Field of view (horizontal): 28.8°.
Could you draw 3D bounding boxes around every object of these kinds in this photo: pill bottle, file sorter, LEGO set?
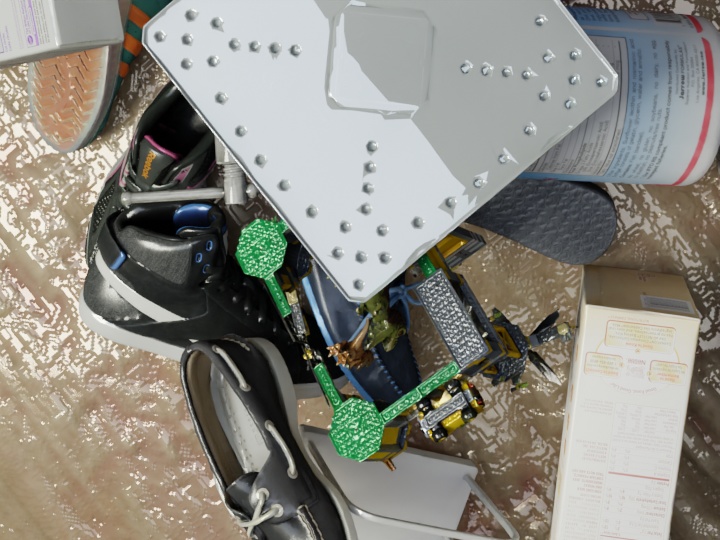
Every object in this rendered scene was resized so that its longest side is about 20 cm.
[{"bbox_3d":[0.121,-0.112,0.884,0.198,0.109,0.110,2,100,-10],"label":"pill bottle"},{"bbox_3d":[0.004,0.233,0.954,0.138,0.125,0.202,14,103,-20],"label":"file sorter"},{"bbox_3d":[0.027,0.023,0.886,0.154,0.116,0.201,-44,66,15],"label":"LEGO set"}]

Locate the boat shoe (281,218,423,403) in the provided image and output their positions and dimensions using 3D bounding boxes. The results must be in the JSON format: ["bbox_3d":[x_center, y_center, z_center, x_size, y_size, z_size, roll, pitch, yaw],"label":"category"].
[{"bbox_3d":[0.000,0.000,0.961,0.068,0.084,0.201,-22,97,23],"label":"boat shoe"}]

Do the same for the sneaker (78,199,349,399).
[{"bbox_3d":[-0.085,0.015,0.950,0.198,0.073,0.112,16,127,-11],"label":"sneaker"}]

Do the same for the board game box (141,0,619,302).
[{"bbox_3d":[0.011,-0.119,0.803,0.200,0.026,0.200,-39,92,0],"label":"board game box"}]

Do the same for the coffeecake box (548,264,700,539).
[{"bbox_3d":[0.168,0.110,0.916,0.072,0.154,0.202,7,100,7],"label":"coffeecake box"}]

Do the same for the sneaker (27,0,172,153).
[{"bbox_3d":[-0.170,-0.171,0.973,0.071,0.080,0.201,37,125,18],"label":"sneaker"}]

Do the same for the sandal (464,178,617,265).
[{"bbox_3d":[0.082,-0.066,0.965,0.199,0.043,0.076,31,110,-6],"label":"sandal"}]

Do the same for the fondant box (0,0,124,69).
[{"bbox_3d":[-0.251,-0.209,0.936,0.199,0.058,0.146,-2,100,41],"label":"fondant box"}]

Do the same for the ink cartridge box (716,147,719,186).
[{"bbox_3d":[0.281,0.021,0.887,0.083,0.146,0.202,-6,99,9],"label":"ink cartridge box"}]

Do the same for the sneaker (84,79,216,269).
[{"bbox_3d":[-0.140,-0.073,0.972,0.080,0.086,0.201,29,103,5],"label":"sneaker"}]

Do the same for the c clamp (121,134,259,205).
[{"bbox_3d":[-0.055,-0.135,0.828,0.169,0.027,0.202,3,94,2],"label":"c clamp"}]

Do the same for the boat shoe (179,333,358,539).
[{"bbox_3d":[-0.059,0.130,0.875,0.074,0.060,0.201,-35,64,34],"label":"boat shoe"}]
